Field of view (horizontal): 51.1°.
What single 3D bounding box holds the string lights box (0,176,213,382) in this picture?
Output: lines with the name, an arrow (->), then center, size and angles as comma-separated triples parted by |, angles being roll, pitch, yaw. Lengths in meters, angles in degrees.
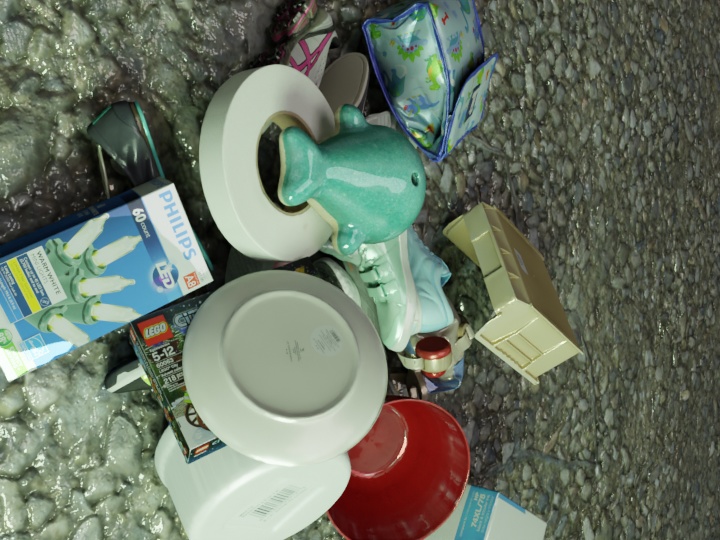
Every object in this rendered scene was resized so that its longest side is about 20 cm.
string lights box -> -0.248, 0.003, 0.688 | 0.198, 0.059, 0.104 | -28, 113, -20

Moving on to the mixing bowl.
mixing bowl -> 0.032, 0.241, 0.977 | 0.196, 0.108, 0.204 | -5, 105, -18

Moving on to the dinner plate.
dinner plate -> -0.066, 0.081, 0.706 | 0.196, 0.024, 0.203 | 10, 55, -14

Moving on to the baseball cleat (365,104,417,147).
baseball cleat -> 0.008, -0.131, 0.997 | 0.106, 0.069, 0.202 | 40, 59, -24

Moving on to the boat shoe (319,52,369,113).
boat shoe -> -0.033, -0.176, 0.950 | 0.063, 0.072, 0.203 | 43, 63, -61

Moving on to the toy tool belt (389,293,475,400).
toy tool belt -> 0.096, 0.118, 1.025 | 0.201, 0.122, 0.125 | -93, 176, -68

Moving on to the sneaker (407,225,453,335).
sneaker -> 0.075, -0.004, 1.003 | 0.080, 0.074, 0.203 | 0, 58, -17

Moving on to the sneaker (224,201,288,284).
sneaker -> -0.099, 0.026, 0.874 | 0.103, 0.075, 0.204 | 10, 92, -42

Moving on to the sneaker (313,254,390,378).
sneaker -> 0.001, 0.063, 0.985 | 0.079, 0.073, 0.203 | -41, 120, -42

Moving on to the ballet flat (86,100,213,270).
ballet flat -> -0.216, -0.070, 0.762 | 0.073, 0.072, 0.203 | -43, 127, -35

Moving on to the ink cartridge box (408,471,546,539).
ink cartridge box -> 0.122, 0.374, 1.036 | 0.146, 0.198, 0.148 | 39, 64, -40

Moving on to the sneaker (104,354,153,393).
sneaker -> -0.158, 0.110, 0.773 | 0.196, 0.072, 0.084 | -13, 92, -15

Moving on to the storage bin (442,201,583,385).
storage bin -> 0.223, 0.031, 1.127 | 0.198, 0.093, 0.202 | 36, 31, -41

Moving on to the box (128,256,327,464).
box -> -0.105, 0.079, 0.732 | 0.198, 0.038, 0.138 | -21, 67, -29

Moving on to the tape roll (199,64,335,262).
tape roll -> -0.086, -0.110, 0.794 | 0.201, 0.037, 0.207 | 0, 89, -56

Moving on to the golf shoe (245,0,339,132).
golf shoe -> -0.080, -0.228, 0.882 | 0.092, 0.072, 0.202 | 43, 63, -38

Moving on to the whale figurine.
whale figurine -> -0.003, -0.097, 0.792 | 0.199, 0.102, 0.163 | 8, 83, -55

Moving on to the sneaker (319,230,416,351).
sneaker -> 0.000, 0.000, 0.910 | 0.116, 0.074, 0.205 | -3, 85, -23

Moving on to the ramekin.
ramekin -> -0.105, 0.207, 0.787 | 0.197, 0.098, 0.202 | -20, 143, -16

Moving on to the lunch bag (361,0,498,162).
lunch bag -> 0.106, -0.268, 1.017 | 0.170, 0.126, 0.203 | -46, 125, -50
